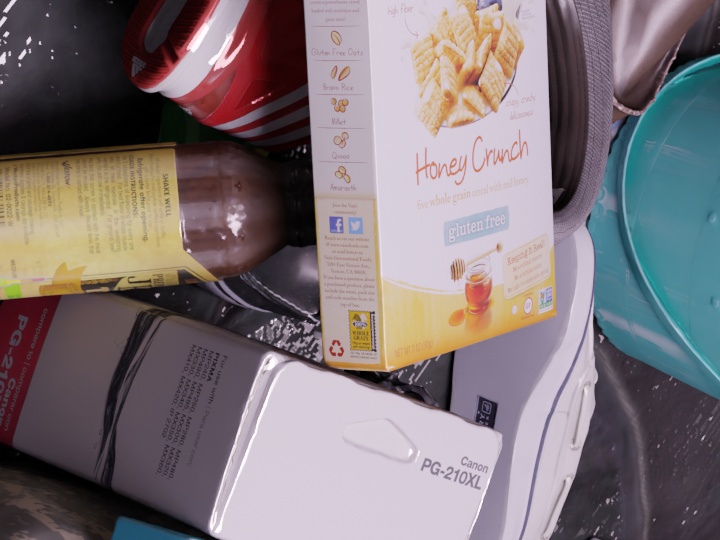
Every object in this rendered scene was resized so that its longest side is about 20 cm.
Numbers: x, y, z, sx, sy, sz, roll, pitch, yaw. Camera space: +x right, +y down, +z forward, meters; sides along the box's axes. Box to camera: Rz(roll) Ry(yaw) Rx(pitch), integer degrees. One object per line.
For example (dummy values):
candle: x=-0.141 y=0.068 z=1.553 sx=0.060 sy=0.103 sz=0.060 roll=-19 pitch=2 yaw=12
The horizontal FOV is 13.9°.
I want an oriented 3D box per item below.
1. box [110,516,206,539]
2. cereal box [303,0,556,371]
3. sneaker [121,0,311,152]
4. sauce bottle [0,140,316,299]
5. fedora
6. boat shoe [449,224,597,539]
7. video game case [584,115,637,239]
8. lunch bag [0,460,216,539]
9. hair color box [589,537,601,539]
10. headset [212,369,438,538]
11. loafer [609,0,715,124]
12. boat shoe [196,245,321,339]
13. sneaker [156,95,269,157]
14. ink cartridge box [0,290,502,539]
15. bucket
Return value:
box: x=-0.030 y=0.168 z=1.265 sx=0.200 sy=0.049 sz=0.082 roll=21 pitch=82 yaw=-45
cereal box: x=0.032 y=-0.067 z=1.269 sx=0.144 sy=0.040 sz=0.200 roll=-17 pitch=107 yaw=-54
sneaker: x=-0.010 y=-0.143 z=1.309 sx=0.116 sy=0.078 sz=0.200 roll=33 pitch=97 yaw=-37
sauce bottle: x=-0.086 y=-0.024 z=1.295 sx=0.200 sy=0.065 sz=0.065 roll=-4 pitch=112 yaw=-1
fedora: x=0.047 y=-0.097 z=1.426 sx=0.177 sy=0.090 sz=0.200 roll=35 pitch=51 yaw=-49
boat shoe: x=0.094 y=0.063 z=1.562 sx=0.066 sy=0.072 sz=0.200 roll=-4 pitch=109 yaw=-46
video game case: x=0.108 y=-0.115 z=1.552 sx=0.143 sy=0.018 sz=0.200 roll=26 pitch=86 yaw=-45
lunch bag: x=-0.131 y=0.151 z=1.314 sx=0.200 sy=0.164 sz=0.118 roll=6 pitch=99 yaw=-45
hair color box: x=0.104 y=0.236 z=1.602 sx=0.200 sy=0.109 sz=0.065 roll=-36 pitch=126 yaw=-28
headset: x=-0.021 y=0.133 z=1.461 sx=0.123 sy=0.094 sz=0.200 roll=2 pitch=113 yaw=-44
loafer: x=0.162 y=-0.167 z=1.522 sx=0.073 sy=0.071 sz=0.200 roll=24 pitch=87 yaw=-45
boat shoe: x=-0.001 y=0.003 z=1.442 sx=0.199 sy=0.068 sz=0.074 roll=20 pitch=98 yaw=-50
sneaker: x=-0.073 y=-0.117 z=1.356 sx=0.084 sy=0.074 sz=0.200 roll=10 pitch=97 yaw=-24
ink cartridge box: x=-0.059 y=0.071 z=1.322 sx=0.145 sy=0.200 sz=0.084 roll=21 pitch=88 yaw=-40
bucket: x=0.226 y=-0.018 z=1.600 sx=0.207 sy=0.135 sz=0.207 roll=-24 pitch=122 yaw=-44
